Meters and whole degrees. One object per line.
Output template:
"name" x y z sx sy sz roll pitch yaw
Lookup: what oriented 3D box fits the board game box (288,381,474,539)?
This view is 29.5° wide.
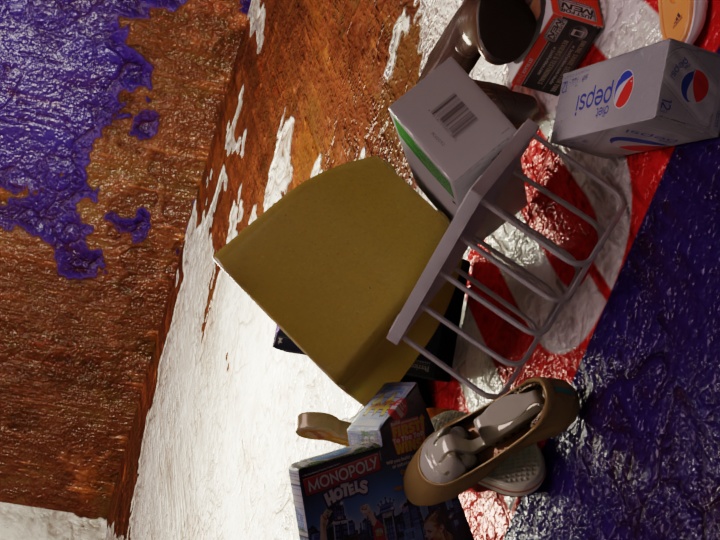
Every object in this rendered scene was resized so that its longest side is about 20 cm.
"board game box" 0.015 0.218 1.330 0.061 0.198 0.203 -8 91 55

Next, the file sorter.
"file sorter" 0.137 -0.004 1.256 0.139 0.124 0.201 -49 -10 -47

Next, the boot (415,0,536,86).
"boot" 0.106 -0.211 1.425 0.201 0.064 0.188 -53 15 41

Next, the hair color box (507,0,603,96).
"hair color box" 0.193 -0.293 1.433 0.102 0.060 0.202 120 155 -45

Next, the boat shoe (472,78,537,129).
"boat shoe" 0.145 -0.165 1.502 0.200 0.075 0.073 -109 30 -76

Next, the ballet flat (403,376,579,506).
"ballet flat" 0.107 0.151 1.257 0.199 0.063 0.069 -35 56 21

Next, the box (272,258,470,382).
"box" 0.013 0.040 1.562 0.079 0.197 0.143 14 -94 -70

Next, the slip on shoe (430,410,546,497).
"slip on shoe" 0.125 0.188 1.348 0.062 0.074 0.199 62 161 -16

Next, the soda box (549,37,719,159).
"soda box" 0.237 -0.144 1.179 0.200 0.063 0.069 176 107 -73

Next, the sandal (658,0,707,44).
"sandal" 0.263 -0.285 1.196 0.079 0.058 0.209 127 150 -55

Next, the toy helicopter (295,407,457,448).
"toy helicopter" 0.009 0.185 1.480 0.132 0.198 0.080 -21 57 50

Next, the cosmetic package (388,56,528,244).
"cosmetic package" 0.102 -0.112 1.363 0.108 0.085 0.200 50 175 21

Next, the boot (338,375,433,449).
"boot" 0.023 0.150 1.668 0.168 0.075 0.202 127 144 -48

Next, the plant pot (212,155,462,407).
"plant pot" 0.000 0.000 1.438 0.200 0.194 0.196 -46 -18 -2
